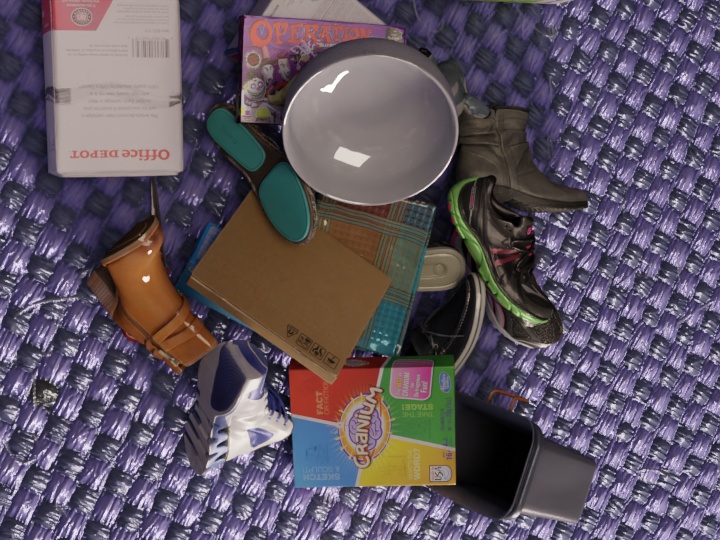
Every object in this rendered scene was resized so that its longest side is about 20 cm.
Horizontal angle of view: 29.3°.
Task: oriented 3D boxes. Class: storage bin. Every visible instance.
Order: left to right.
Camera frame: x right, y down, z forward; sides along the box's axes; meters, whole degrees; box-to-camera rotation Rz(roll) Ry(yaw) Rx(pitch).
[{"bbox_3d":[0.191,0.232,1.706,0.133,0.199,0.148,20,87,-32],"label":"storage bin"}]

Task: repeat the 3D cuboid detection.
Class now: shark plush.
[{"bbox_3d":[0.075,-0.223,1.638,0.199,0.090,0.085,2,81,-55],"label":"shark plush"}]

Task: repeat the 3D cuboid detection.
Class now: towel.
[{"bbox_3d":[0.000,0.000,1.644,0.144,0.022,0.203,13,109,-4],"label":"towel"}]

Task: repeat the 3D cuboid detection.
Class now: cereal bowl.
[{"bbox_3d":[0.011,-0.175,1.524,0.197,0.084,0.202,1,132,1],"label":"cereal bowl"}]

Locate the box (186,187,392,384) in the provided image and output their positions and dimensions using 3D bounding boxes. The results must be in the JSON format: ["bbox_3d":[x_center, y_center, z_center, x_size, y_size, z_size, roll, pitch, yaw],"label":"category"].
[{"bbox_3d":[-0.077,0.012,1.566,0.199,0.021,0.164,35,51,-3],"label":"box"}]

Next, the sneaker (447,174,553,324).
[{"bbox_3d":[0.178,-0.024,1.643,0.083,0.077,0.201,-29,102,15],"label":"sneaker"}]

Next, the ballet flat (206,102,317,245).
[{"bbox_3d":[-0.100,-0.115,1.589,0.068,0.075,0.201,-45,73,23],"label":"ballet flat"}]

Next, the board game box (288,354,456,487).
[{"bbox_3d":[0.016,0.181,1.653,0.197,0.040,0.155,-2,106,2],"label":"board game box"}]

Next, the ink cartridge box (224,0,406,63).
[{"bbox_3d":[-0.041,-0.254,1.630,0.199,0.076,0.137,36,83,-19],"label":"ink cartridge box"}]

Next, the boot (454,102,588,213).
[{"bbox_3d":[0.207,-0.144,1.745,0.197,0.068,0.133,6,86,-23],"label":"boot"}]

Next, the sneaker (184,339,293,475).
[{"bbox_3d":[-0.130,0.150,1.599,0.114,0.201,0.081,-12,54,-33],"label":"sneaker"}]

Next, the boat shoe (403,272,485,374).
[{"bbox_3d":[0.094,0.087,1.679,0.061,0.075,0.201,17,120,-20],"label":"boat shoe"}]

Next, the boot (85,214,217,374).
[{"bbox_3d":[-0.215,0.030,1.509,0.155,0.200,0.074,47,63,-3],"label":"boot"}]

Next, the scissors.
[{"bbox_3d":[-0.231,-0.006,1.611,0.072,0.014,0.203,11,89,-19],"label":"scissors"}]

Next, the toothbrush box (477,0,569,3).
[{"bbox_3d":[0.177,-0.409,1.699,0.197,0.086,0.148,-2,95,-23],"label":"toothbrush box"}]

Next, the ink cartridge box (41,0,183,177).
[{"bbox_3d":[-0.278,-0.207,1.537,0.144,0.083,0.203,-2,95,-21],"label":"ink cartridge box"}]

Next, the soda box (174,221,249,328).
[{"bbox_3d":[-0.110,0.028,1.598,0.198,0.068,0.065,29,53,-8],"label":"soda box"}]

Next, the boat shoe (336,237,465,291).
[{"bbox_3d":[0.027,-0.014,1.687,0.197,0.068,0.073,4,114,-8],"label":"boat shoe"}]

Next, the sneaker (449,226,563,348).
[{"bbox_3d":[0.191,0.023,1.737,0.080,0.086,0.200,-47,108,-11],"label":"sneaker"}]

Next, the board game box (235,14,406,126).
[{"bbox_3d":[-0.044,-0.225,1.579,0.197,0.032,0.122,0,93,-21],"label":"board game box"}]
